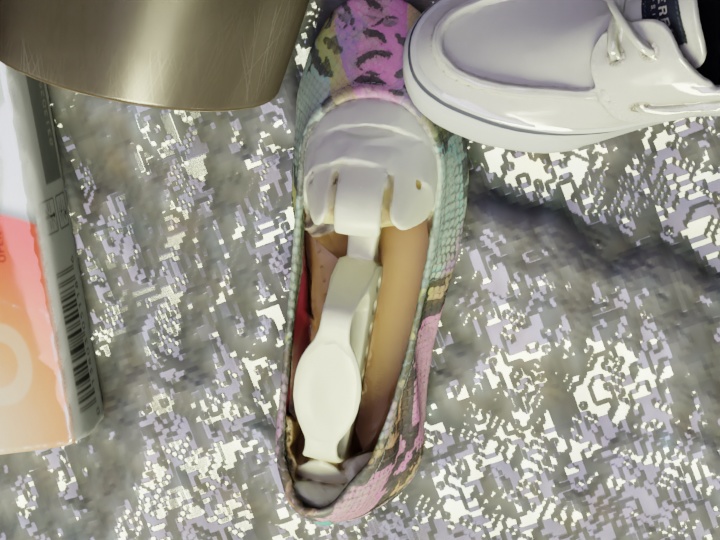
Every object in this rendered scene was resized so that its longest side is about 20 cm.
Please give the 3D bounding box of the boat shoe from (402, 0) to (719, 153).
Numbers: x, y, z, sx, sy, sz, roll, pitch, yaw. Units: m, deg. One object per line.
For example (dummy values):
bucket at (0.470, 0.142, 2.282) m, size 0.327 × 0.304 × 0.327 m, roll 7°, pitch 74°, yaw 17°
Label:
boat shoe at (0.112, -0.083, 1.014) m, size 0.198 × 0.066 × 0.072 m, roll 4°, pitch 72°, yaw 8°

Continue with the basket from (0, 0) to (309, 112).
basket at (-0.064, -0.168, 1.015) m, size 0.180 × 0.136 × 0.201 m, roll 22°, pitch 110°, yaw 31°

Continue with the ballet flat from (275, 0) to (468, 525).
ballet flat at (0.000, 0.000, 1.064) m, size 0.069 × 0.071 × 0.202 m, roll 8°, pitch 102°, yaw 11°

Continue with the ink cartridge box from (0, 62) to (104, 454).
ink cartridge box at (-0.211, -0.003, 1.119) m, size 0.199 × 0.050 × 0.163 m, roll -8°, pitch 98°, yaw 10°
